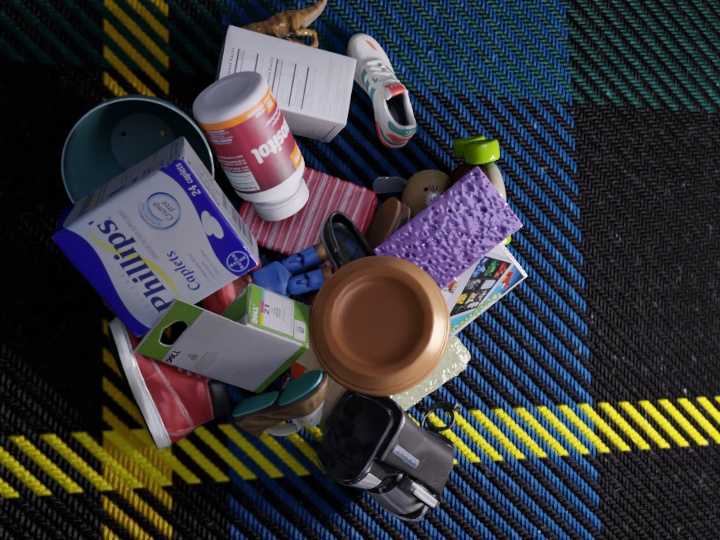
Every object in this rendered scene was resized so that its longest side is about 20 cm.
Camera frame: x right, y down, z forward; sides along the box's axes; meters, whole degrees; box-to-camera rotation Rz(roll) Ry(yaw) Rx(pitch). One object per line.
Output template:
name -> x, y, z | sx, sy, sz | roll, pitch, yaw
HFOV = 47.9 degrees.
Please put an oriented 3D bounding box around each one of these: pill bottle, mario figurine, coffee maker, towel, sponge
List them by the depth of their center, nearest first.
pill bottle -> -0.150, -0.174, 1.168 | 0.113, 0.113, 0.200 | -40, 131, -18
coffee maker -> 0.045, 0.247, 1.192 | 0.200, 0.134, 0.193 | 48, 48, -48
sponge -> 0.128, -0.048, 1.195 | 0.200, 0.030, 0.112 | -39, 91, 6
mario figurine -> -0.141, 0.024, 1.221 | 0.199, 0.124, 0.106 | -15, 122, -3
towel -> -0.085, -0.088, 1.270 | 0.199, 0.022, 0.145 | 20, 79, -1
towel -> 0.068, 0.142, 1.300 | 0.200, 0.036, 0.149 | -34, 93, -17

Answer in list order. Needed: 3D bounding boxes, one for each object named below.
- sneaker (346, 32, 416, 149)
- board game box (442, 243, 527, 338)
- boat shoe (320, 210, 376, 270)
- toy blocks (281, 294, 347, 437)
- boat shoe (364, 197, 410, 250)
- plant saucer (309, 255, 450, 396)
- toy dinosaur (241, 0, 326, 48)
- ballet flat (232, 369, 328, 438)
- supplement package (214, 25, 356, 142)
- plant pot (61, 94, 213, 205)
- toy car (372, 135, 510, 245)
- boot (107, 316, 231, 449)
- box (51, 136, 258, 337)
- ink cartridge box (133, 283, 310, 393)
sneaker -> 0.043, -0.303, 1.318 | 0.070, 0.093, 0.201 | -21, 90, -19
board game box -> 0.141, 0.023, 1.248 | 0.200, 0.035, 0.126 | -39, 108, 6
boat shoe -> 0.000, 0.000, 1.199 | 0.068, 0.057, 0.200 | -26, 69, -21
toy blocks -> -0.056, 0.129, 1.222 | 0.136, 0.100, 0.201 | 29, 92, 14
boat shoe -> 0.032, -0.015, 1.280 | 0.070, 0.070, 0.201 | 22, 99, -28
plant saucer -> 0.025, 0.073, 1.129 | 0.199, 0.037, 0.201 | -1, 76, 6
toy dinosaur -> -0.104, -0.396, 1.302 | 0.200, 0.060, 0.107 | -28, 91, -19
ballet flat -> -0.102, 0.201, 1.170 | 0.072, 0.200, 0.068 | 51, 35, -17
supplement package -> -0.122, -0.284, 1.253 | 0.199, 0.114, 0.110 | 11, 81, -16
plant pot -> -0.312, -0.161, 1.152 | 0.199, 0.135, 0.201 | -5, 116, -10
toy car -> 0.123, -0.115, 1.301 | 0.199, 0.158, 0.165 | -11, 104, -3
boot -> -0.271, 0.138, 1.178 | 0.144, 0.072, 0.201 | -26, 98, -20
box -> -0.269, -0.043, 1.084 | 0.200, 0.105, 0.184 | -31, 117, 4
ink cartridge box -> -0.191, 0.082, 1.131 | 0.199, 0.148, 0.076 | 23, 44, -26
